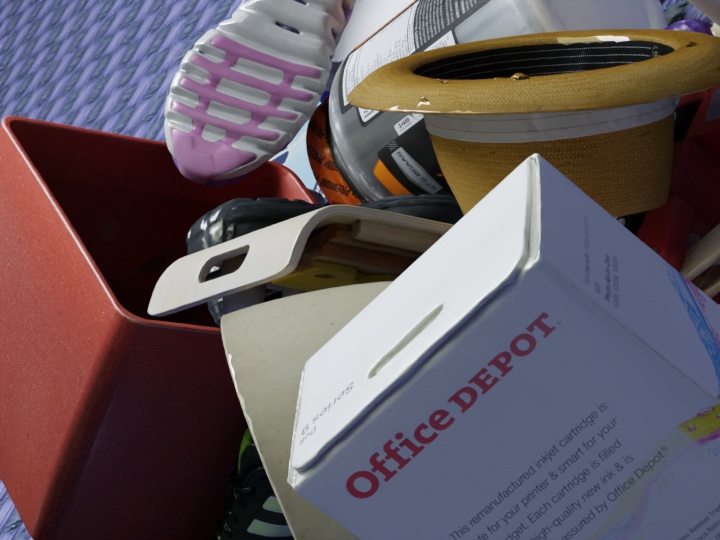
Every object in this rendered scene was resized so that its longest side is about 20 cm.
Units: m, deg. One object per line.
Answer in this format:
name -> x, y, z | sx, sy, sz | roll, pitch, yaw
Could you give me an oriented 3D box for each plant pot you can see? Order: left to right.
plant pot -> -0.115, 0.052, 1.577 | 0.200, 0.199, 0.177 | 54, 126, 45

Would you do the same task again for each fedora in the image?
fedora -> 0.089, -0.063, 1.310 | 0.200, 0.199, 0.082 | -155, 57, -69

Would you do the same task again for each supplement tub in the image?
supplement tub -> 0.066, -0.102, 1.562 | 0.200, 0.122, 0.123 | -36, 26, 41

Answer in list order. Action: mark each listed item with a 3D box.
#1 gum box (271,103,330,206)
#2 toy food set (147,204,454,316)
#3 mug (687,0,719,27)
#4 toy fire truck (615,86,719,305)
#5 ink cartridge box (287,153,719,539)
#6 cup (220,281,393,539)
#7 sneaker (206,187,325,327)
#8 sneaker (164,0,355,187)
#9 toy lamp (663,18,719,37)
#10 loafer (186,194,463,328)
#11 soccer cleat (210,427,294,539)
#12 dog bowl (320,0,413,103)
gum box -> -0.034, -0.070, 1.841 | 0.200, 0.044, 0.171 | -29, 33, 50
toy food set -> 0.015, 0.021, 1.376 | 0.143, 0.199, 0.061 | -18, 65, 58
mug -> 0.182, -0.177, 1.299 | 0.186, 0.153, 0.150 | 21, 92, 49
toy fire truck -> 0.166, -0.009, 1.297 | 0.141, 0.049, 0.201 | -15, 42, 59
ink cartridge box -> 0.091, 0.074, 1.108 | 0.145, 0.200, 0.088 | -44, 22, 25
cup -> 0.041, 0.084, 1.263 | 0.142, 0.201, 0.201 | -24, 24, 3
sneaker -> -0.099, 0.017, 1.747 | 0.199, 0.074, 0.107 | -18, 64, 52
sneaker -> -0.050, -0.125, 1.629 | 0.089, 0.080, 0.201 | 109, -173, -65
toy lamp -> 0.234, -0.167, 1.393 | 0.200, 0.058, 0.058 | -45, 22, 23
loafer -> 0.000, 0.000, 1.493 | 0.068, 0.199, 0.071 | -33, 65, 54
soccer cleat -> -0.045, 0.121, 1.503 | 0.200, 0.081, 0.068 | -41, 23, 31
dog bowl -> 0.038, -0.181, 1.726 | 0.199, 0.079, 0.201 | -23, 44, 24
